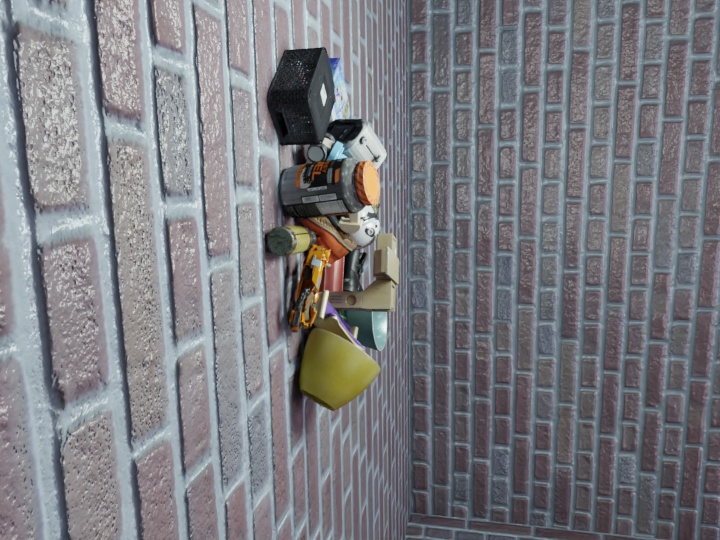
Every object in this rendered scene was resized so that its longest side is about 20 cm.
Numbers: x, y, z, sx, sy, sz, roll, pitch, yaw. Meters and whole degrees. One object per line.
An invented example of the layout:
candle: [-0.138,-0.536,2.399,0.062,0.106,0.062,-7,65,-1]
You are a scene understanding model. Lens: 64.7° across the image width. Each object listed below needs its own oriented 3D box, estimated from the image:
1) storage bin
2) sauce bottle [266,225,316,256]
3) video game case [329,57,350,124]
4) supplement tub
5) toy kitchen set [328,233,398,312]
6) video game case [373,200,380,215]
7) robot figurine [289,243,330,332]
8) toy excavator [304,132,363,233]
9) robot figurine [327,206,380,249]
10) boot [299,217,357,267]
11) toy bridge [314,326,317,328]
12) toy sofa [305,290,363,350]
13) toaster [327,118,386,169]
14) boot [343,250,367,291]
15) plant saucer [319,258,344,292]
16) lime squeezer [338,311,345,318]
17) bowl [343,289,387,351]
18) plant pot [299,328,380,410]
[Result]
storage bin: [-0.124,-0.385,1.257,0.135,0.093,0.200,76,20,-50]
sauce bottle: [-0.144,-0.067,1.255,0.200,0.065,0.065,-15,106,-77]
video game case: [-0.076,-0.465,1.592,0.182,0.045,0.200,80,16,-45]
supplement tub: [-0.066,-0.181,1.254,0.122,0.199,0.123,-5,90,-68]
toy kitchen set: [0.000,0.000,1.493,0.163,0.180,0.201,41,50,-74]
video game case: [0.025,-0.212,1.774,0.182,0.036,0.200,81,16,-45]
robot figurine: [-0.119,0.048,1.310,0.145,0.058,0.201,118,-15,-77]
toy excavator: [-0.056,-0.207,1.391,0.195,0.200,0.100,-59,-176,31]
robot figurine: [-0.027,-0.155,1.546,0.200,0.150,0.125,61,-9,4]
boot: [-0.105,-0.080,1.410,0.200,0.107,0.075,40,14,-42]
toy bridge: [-0.096,0.219,1.590,0.200,0.027,0.067,77,18,-45]
toy sofa: [-0.063,0.138,1.476,0.200,0.097,0.083,55,36,-46]
toaster: [-0.027,-0.317,1.487,0.114,0.200,0.129,-53,126,-14]
boot: [-0.008,0.027,1.868,0.200,0.076,0.169,58,38,-58]
plant saucer: [-0.087,-0.006,1.595,0.200,0.037,0.201,39,54,-75]
lime squeezer: [-0.071,0.162,1.670,0.071,0.038,0.200,-44,148,-51]
bowl: [0.012,0.147,1.745,0.201,0.105,0.201,-3,90,-74]
plant pot: [-0.071,0.257,1.395,0.142,0.200,0.200,-59,156,-21]
